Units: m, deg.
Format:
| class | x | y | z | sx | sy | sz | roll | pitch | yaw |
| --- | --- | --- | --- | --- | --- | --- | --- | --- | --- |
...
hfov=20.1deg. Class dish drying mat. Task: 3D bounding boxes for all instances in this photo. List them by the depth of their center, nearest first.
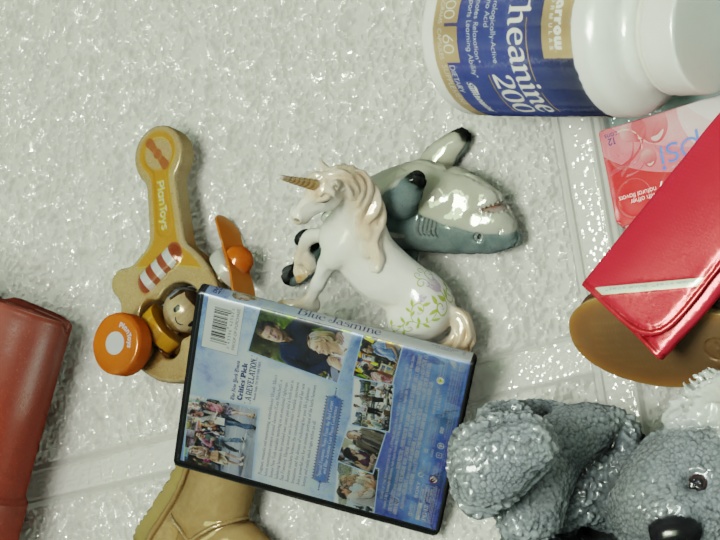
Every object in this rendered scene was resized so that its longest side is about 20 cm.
| class | x | y | z | sx | sy | sz | roll | pitch | yaw |
| --- | --- | --- | --- | --- | --- | --- | --- | --- | --- |
| dish drying mat | 0.223 | -0.045 | 1.250 | 0.077 | 0.018 | 0.200 | 46 | 106 | 30 |

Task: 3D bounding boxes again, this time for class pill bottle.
| class | x | y | z | sx | sy | sz | roll | pitch | yaw |
| --- | --- | --- | --- | --- | --- | --- | --- | --- | --- |
| pill bottle | 0.145 | -0.155 | 1.323 | 0.199 | 0.110 | 0.112 | 5 | 88 | 44 |

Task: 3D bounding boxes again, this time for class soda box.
| class | x | y | z | sx | sy | sz | roll | pitch | yaw |
| --- | --- | --- | --- | --- | --- | --- | --- | --- | --- |
| soda box | 0.255 | -0.080 | 1.289 | 0.199 | 0.063 | 0.071 | -17 | 77 | 31 |

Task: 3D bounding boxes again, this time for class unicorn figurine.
| class | x | y | z | sx | sy | sz | roll | pitch | yaw |
| --- | --- | --- | --- | --- | --- | --- | --- | --- | --- |
| unicorn figurine | 0.000 | 0.000 | 1.406 | 0.137 | 0.199 | 0.074 | -44 | 21 | 42 |

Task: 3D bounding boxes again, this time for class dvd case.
| class | x | y | z | sx | sy | sz | roll | pitch | yaw |
| --- | --- | --- | --- | --- | --- | --- | --- | --- | --- |
| dvd case | -0.028 | 0.098 | 1.414 | 0.198 | 0.018 | 0.144 | 14 | 117 | 7 |

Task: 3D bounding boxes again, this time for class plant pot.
| class | x | y | z | sx | sy | sz | roll | pitch | yaw |
| --- | --- | --- | --- | --- | --- | --- | --- | --- | --- |
| plant pot | -0.329 | 0.106 | 1.599 | 0.200 | 0.200 | 0.197 | 19 | 88 | 33 |

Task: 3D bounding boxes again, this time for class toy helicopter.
| class | x | y | z | sx | sy | sz | roll | pitch | yaw |
| --- | --- | --- | --- | --- | --- | --- | --- | --- | --- |
| toy helicopter | -0.135 | -0.015 | 1.540 | 0.131 | 0.079 | 0.202 | -16 | 73 | 31 |

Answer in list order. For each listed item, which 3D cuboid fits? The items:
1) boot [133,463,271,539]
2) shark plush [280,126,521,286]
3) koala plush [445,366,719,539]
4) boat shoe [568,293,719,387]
| class | x | y | z | sx | sy | sz | roll | pitch | yaw |
| --- | --- | --- | --- | --- | --- | --- | --- | --- | --- |
| boot | -0.062 | 0.209 | 1.480 | 0.200 | 0.066 | 0.176 | 44 | 118 | 28 |
| shark plush | 0.016 | -0.021 | 1.446 | 0.199 | 0.091 | 0.084 | -26 | 102 | 25 |
| koala plush | 0.177 | 0.142 | 1.277 | 0.198 | 0.184 | 0.179 | -12 | 101 | 17 |
| boat shoe | 0.234 | 0.031 | 1.294 | 0.198 | 0.070 | 0.071 | 2 | 121 | 30 |
